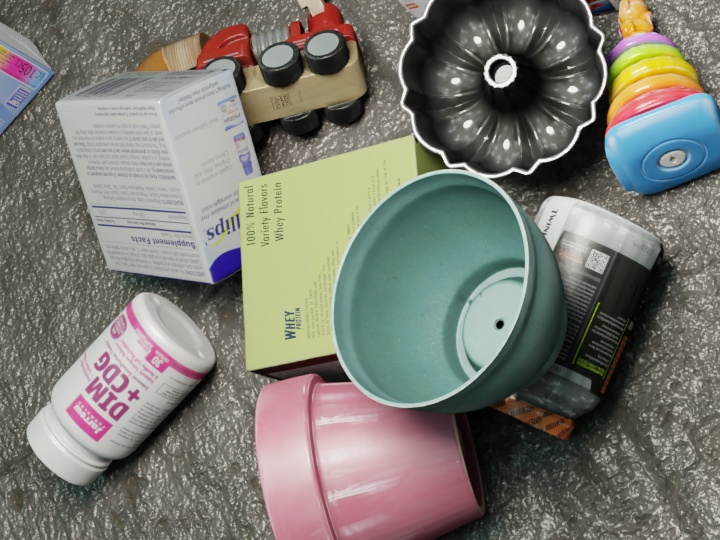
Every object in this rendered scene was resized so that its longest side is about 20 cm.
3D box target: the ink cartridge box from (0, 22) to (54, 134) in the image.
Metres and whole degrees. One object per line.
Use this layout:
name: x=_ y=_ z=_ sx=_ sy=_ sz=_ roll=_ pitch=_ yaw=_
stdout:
ink cartridge box: x=-0.501 y=-0.219 z=1.674 sx=0.200 sy=0.136 sz=0.076 roll=-45 pitch=57 yaw=11

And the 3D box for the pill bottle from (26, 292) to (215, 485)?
pill bottle: x=-0.261 y=0.131 z=1.456 sx=0.200 sy=0.113 sz=0.114 roll=-46 pitch=60 yaw=10

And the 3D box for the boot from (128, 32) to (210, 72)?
boot: x=-0.221 y=-0.161 z=1.545 sx=0.154 sy=0.074 sz=0.201 roll=-25 pitch=58 yaw=23

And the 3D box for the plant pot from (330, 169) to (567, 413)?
plant pot: x=0.092 y=0.032 z=1.136 sx=0.199 sy=0.134 sz=0.202 roll=-17 pitch=63 yaw=35

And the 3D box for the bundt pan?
bundt pan: x=0.139 y=-0.183 z=1.282 sx=0.200 sy=0.076 sz=0.204 roll=-1 pitch=86 yaw=16

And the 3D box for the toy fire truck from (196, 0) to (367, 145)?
toy fire truck: x=-0.092 y=-0.259 z=1.474 sx=0.175 sy=0.129 sz=0.201 roll=-13 pitch=47 yaw=8

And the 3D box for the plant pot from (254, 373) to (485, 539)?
plant pot: x=0.015 y=0.185 z=1.254 sx=0.178 sy=0.200 sz=0.202 roll=-14 pitch=69 yaw=9

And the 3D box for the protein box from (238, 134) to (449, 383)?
protein box: x=0.000 y=0.000 z=1.335 sx=0.199 sy=0.135 sz=0.200 roll=-13 pitch=70 yaw=25

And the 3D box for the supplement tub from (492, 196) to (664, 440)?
supplement tub: x=0.185 y=0.044 z=1.227 sx=0.122 sy=0.122 sz=0.201 roll=23 pitch=87 yaw=32

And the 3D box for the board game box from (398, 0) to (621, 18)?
board game box: x=0.146 y=-0.280 z=1.338 sx=0.199 sy=0.126 sz=0.035 roll=-6 pitch=73 yaw=27

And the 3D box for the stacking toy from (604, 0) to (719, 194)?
stacking toy: x=0.271 y=-0.183 z=1.267 sx=0.109 sy=0.116 sz=0.201 roll=-20 pitch=56 yaw=20

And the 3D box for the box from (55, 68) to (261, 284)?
box: x=-0.203 y=-0.102 z=1.419 sx=0.183 sy=0.105 sz=0.201 roll=7 pitch=119 yaw=44
